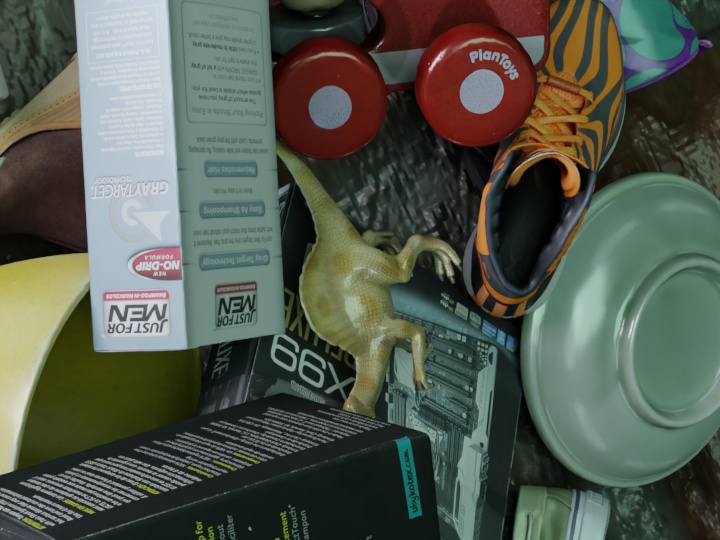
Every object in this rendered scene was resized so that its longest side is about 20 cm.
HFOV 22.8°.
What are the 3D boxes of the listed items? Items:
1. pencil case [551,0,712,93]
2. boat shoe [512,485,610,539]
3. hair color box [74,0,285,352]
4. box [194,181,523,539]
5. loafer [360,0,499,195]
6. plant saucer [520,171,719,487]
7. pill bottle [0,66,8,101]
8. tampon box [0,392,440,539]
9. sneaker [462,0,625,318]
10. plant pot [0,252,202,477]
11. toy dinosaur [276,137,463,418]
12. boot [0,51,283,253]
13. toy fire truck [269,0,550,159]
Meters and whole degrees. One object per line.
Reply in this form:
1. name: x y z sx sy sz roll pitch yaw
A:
1. pencil case: 0.138 -0.208 1.111 0.092 0.085 0.201 -28 98 -19
2. boat shoe: 0.106 0.232 1.114 0.062 0.072 0.202 13 81 8
3. hair color box: -0.091 -0.063 0.908 0.099 0.060 0.202 -6 93 -62
4. box: 0.005 0.067 1.027 0.199 0.050 0.159 33 52 -30
5. loafer: 0.076 -0.110 1.101 0.072 0.063 0.201 -37 100 -13
6. plant saucer: 0.189 0.041 1.110 0.199 0.050 0.202 -7 102 -35
7. pill bottle: -0.265 -0.177 0.969 0.114 0.114 0.202 -20 95 -16
8. tampon box: -0.074 0.159 0.842 0.199 0.126 0.151 -13 102 -34
9. sneaker: 0.114 -0.072 1.018 0.077 0.112 0.202 13 81 0
10. plant pot: -0.193 0.080 0.961 0.141 0.200 0.202 9 86 20
11. toy dinosaur: 0.000 0.000 0.973 0.101 0.058 0.202 -8 79 -44
12. boot: -0.145 -0.026 1.026 0.166 0.072 0.200 46 73 -10
13. toy fire truck: 0.012 -0.161 0.980 0.198 0.112 0.169 -5 114 -5
